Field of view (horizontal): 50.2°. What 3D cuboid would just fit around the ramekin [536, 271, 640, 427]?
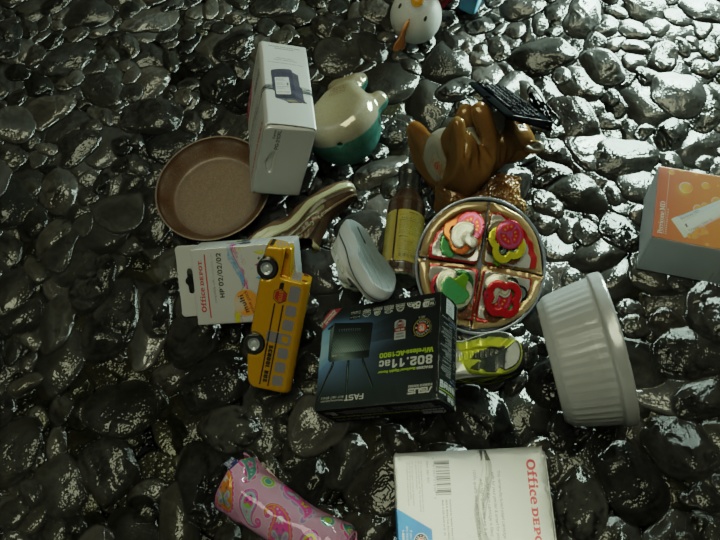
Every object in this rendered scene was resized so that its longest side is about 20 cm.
[{"bbox_3d":[0.296,0.112,1.018,0.092,0.203,0.206,-15,62,12],"label":"ramekin"}]

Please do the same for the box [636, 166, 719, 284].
[{"bbox_3d":[0.521,-0.060,1.130,0.195,0.098,0.127,11,65,12],"label":"box"}]

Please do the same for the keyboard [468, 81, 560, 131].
[{"bbox_3d":[0.239,-0.264,1.170,0.102,0.040,0.201,11,25,-16],"label":"keyboard"}]

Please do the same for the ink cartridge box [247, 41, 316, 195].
[{"bbox_3d":[-0.131,-0.243,1.237,0.082,0.146,0.203,4,51,-16],"label":"ink cartridge box"}]

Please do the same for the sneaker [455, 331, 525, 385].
[{"bbox_3d":[0.141,0.135,1.089,0.196,0.085,0.076,-2,64,29],"label":"sneaker"}]

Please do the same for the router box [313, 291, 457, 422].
[{"bbox_3d":[0.035,0.123,1.067,0.196,0.062,0.153,-11,60,29],"label":"router box"}]

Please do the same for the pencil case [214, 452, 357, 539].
[{"bbox_3d":[-0.099,0.324,1.010,0.197,0.088,0.088,29,69,20],"label":"pencil case"}]

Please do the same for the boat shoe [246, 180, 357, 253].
[{"bbox_3d":[-0.082,-0.061,1.215,0.200,0.075,0.076,-33,75,-3],"label":"boat shoe"}]

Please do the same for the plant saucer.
[{"bbox_3d":[-0.242,-0.131,1.280,0.195,0.037,0.205,-2,63,4],"label":"plant saucer"}]

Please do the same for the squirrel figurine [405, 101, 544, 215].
[{"bbox_3d":[0.196,-0.165,1.209,0.183,0.141,0.205,-15,96,-28],"label":"squirrel figurine"}]

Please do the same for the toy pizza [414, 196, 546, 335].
[{"bbox_3d":[0.177,-0.007,1.129,0.195,0.032,0.206,0,90,1],"label":"toy pizza"}]

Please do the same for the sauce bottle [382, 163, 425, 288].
[{"bbox_3d":[0.071,-0.073,1.202,0.063,0.065,0.204,5,64,8],"label":"sauce bottle"}]

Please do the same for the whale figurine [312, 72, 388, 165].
[{"bbox_3d":[-0.022,-0.255,1.298,0.156,0.105,0.202,-15,38,15],"label":"whale figurine"}]

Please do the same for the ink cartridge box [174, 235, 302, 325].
[{"bbox_3d":[-0.187,0.016,1.153,0.195,0.068,0.118,-4,100,4],"label":"ink cartridge box"}]

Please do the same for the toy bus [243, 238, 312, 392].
[{"bbox_3d":[-0.117,0.063,1.090,0.076,0.065,0.205,11,101,-2],"label":"toy bus"}]

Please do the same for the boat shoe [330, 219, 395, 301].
[{"bbox_3d":[0.000,0.000,1.141,0.073,0.067,0.201,27,21,-22],"label":"boat shoe"}]

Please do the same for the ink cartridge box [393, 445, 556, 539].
[{"bbox_3d":[0.143,0.314,0.989,0.195,0.084,0.148,-4,63,4],"label":"ink cartridge box"}]

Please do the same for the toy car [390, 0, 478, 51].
[{"bbox_3d":[0.110,-0.481,1.356,0.181,0.177,0.203,25,80,5],"label":"toy car"}]
